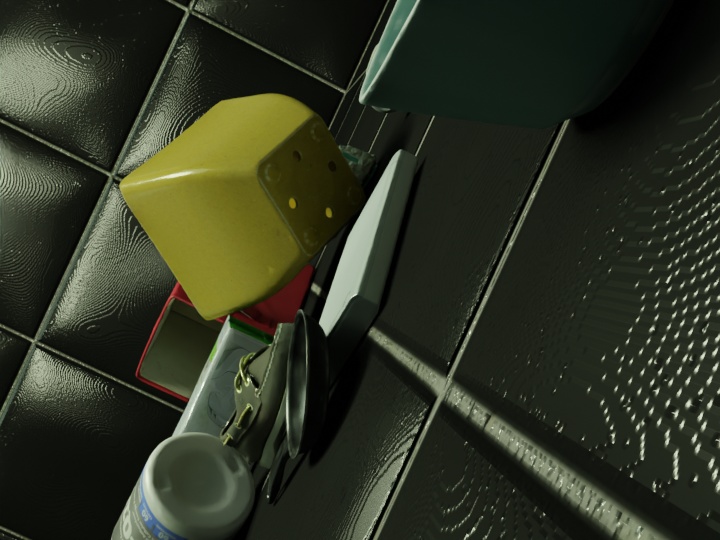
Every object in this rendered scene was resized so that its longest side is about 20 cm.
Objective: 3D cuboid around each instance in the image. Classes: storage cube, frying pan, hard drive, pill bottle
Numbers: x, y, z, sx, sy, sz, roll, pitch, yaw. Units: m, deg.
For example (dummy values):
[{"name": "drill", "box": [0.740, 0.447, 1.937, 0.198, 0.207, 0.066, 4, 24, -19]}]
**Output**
[{"name": "storage cube", "box": [-0.186, 0.071, 1.485, 0.201, 0.169, 0.181, -59, 9, 40]}, {"name": "frying pan", "box": [-0.048, 0.126, 0.854, 0.115, 0.030, 0.193, -119, 34, -70]}, {"name": "hard drive", "box": [0.000, 0.000, 0.949, 0.201, 0.026, 0.133, -74, 11, -48]}, {"name": "pill bottle", "box": [-0.189, 0.264, 1.085, 0.201, 0.112, 0.115, -59, 9, 41]}]

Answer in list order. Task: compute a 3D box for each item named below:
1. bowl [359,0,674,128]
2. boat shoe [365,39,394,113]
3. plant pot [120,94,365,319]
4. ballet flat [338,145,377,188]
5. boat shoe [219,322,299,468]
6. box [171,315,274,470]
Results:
[{"name": "bowl", "box": [0.087, -0.149, 0.508, 0.203, 0.104, 0.201, -62, 8, 16]}, {"name": "boat shoe", "box": [0.054, -0.243, 1.201, 0.201, 0.069, 0.072, -54, 9, 44]}, {"name": "plant pot", "box": [-0.111, -0.084, 1.220, 0.198, 0.196, 0.196, -8, 30, 48]}, {"name": "ballet flat", "box": [-0.032, -0.110, 1.403, 0.073, 0.071, 0.200, -68, 7, -27]}, {"name": "boat shoe", "box": [-0.090, 0.113, 0.984, 0.203, 0.059, 0.073, 110, 180, -49]}, {"name": "box", "box": [-0.155, 0.156, 1.265, 0.200, 0.096, 0.179, -175, 109, -82]}]
